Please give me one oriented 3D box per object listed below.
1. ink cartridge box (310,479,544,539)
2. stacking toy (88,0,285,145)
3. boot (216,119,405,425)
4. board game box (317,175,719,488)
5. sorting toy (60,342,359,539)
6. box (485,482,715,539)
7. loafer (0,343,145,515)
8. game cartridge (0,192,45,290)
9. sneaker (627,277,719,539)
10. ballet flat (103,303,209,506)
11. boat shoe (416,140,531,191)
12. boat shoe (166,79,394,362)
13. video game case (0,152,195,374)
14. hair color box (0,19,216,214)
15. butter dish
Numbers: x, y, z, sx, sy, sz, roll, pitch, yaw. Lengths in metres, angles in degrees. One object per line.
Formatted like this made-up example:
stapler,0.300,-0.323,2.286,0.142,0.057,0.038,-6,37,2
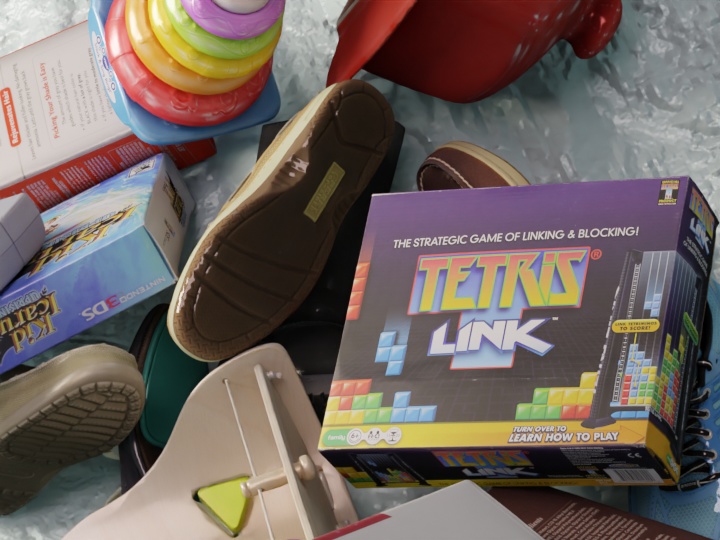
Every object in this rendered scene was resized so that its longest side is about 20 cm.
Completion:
ink cartridge box,0.033,0.244,1.566,0.145,0.201,0.145,-17,43,-42
stacking toy,-0.081,-0.162,1.798,0.109,0.200,0.117,-13,77,-26
boot,-0.001,0.000,1.816,0.164,0.066,0.201,3,61,22
board game box,0.088,0.035,1.662,0.199,0.057,0.166,-3,61,27
sorting toy,-0.089,0.167,1.688,0.179,0.107,0.200,-23,38,3
box,0.146,0.192,1.619,0.199,0.101,0.075,16,29,27
loafer,-0.197,0.084,1.794,0.200,0.075,0.069,-34,52,45
game cartridge,-0.276,0.025,1.763,0.133,0.041,0.200,-19,19,44
sneaker,0.175,0.082,1.679,0.078,0.090,0.201,-12,60,16
ballet flat,-0.128,0.118,1.799,0.073,0.073,0.201,-12,66,16
boat shoe,0.078,0.002,1.757,0.072,0.072,0.200,-15,53,-27
boat shoe,-0.055,-0.025,1.779,0.200,0.072,0.076,-52,22,-24
video game case,-0.202,0.009,1.835,0.199,0.046,0.181,-27,15,7
hair color box,-0.201,-0.090,1.941,0.199,0.061,0.102,-21,58,10
butter dish,0.091,-0.181,1.821,0.148,0.200,0.200,32,62,-8
